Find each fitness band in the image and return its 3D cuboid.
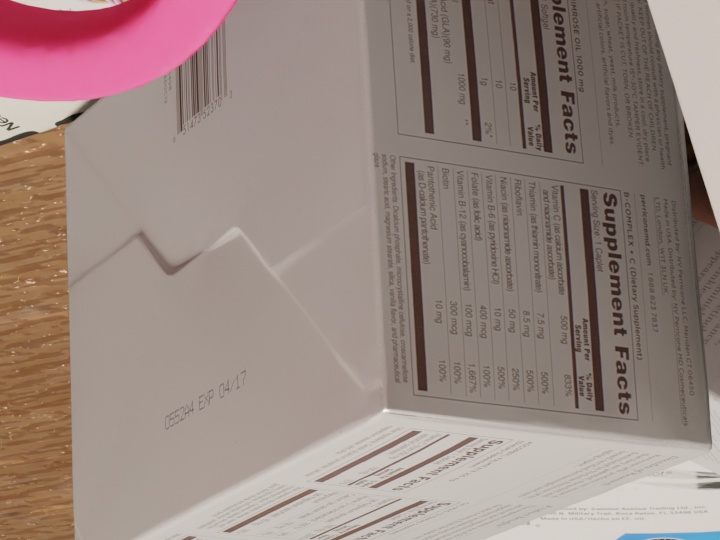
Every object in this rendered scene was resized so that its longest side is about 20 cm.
[{"bbox_3d":[-0.084,-0.125,0.637,0.143,0.038,0.201,14,133,4],"label":"fitness band"}]

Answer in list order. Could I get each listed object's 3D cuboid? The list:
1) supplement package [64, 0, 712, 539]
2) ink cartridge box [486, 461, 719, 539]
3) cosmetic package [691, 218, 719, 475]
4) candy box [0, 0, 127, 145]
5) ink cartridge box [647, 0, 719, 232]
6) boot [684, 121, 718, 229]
[{"bbox_3d":[0.000,0.000,0.821,0.110,0.157,0.200,8,159,-29],"label":"supplement package"},{"bbox_3d":[0.080,0.045,1.084,0.145,0.085,0.200,0,150,8],"label":"ink cartridge box"},{"bbox_3d":[0.172,0.032,0.839,0.200,0.102,0.074,28,163,49],"label":"cosmetic package"},{"bbox_3d":[-0.094,-0.112,0.848,0.199,0.061,0.136,-15,146,33],"label":"candy box"},{"bbox_3d":[0.178,-0.076,0.691,0.199,0.147,0.083,-16,178,-24],"label":"ink cartridge box"},{"bbox_3d":[0.079,-0.021,0.856,0.199,0.189,0.068,-21,154,37],"label":"boot"}]
